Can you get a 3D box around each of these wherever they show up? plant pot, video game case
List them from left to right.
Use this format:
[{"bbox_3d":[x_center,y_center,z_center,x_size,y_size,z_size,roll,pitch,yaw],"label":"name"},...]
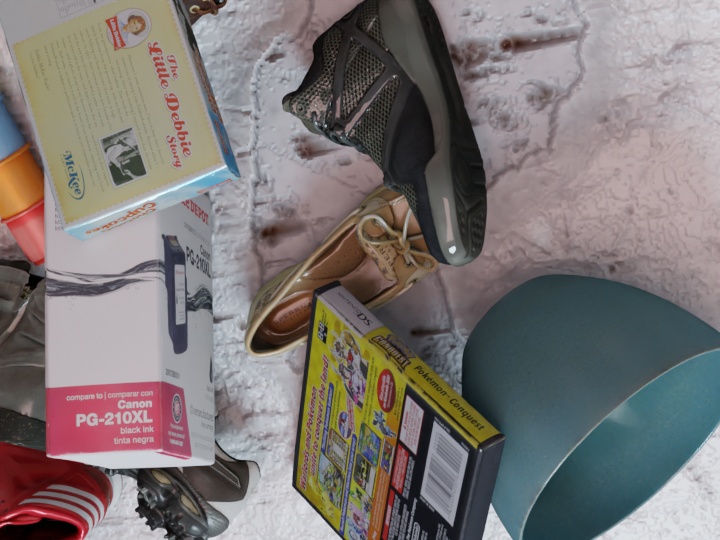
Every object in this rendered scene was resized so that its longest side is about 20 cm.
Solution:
[{"bbox_3d":[0.020,0.135,1.144,0.181,0.025,0.201,42,140,34],"label":"video game case"},{"bbox_3d":[0.146,0.082,1.128,0.135,0.200,0.200,48,111,29],"label":"plant pot"}]

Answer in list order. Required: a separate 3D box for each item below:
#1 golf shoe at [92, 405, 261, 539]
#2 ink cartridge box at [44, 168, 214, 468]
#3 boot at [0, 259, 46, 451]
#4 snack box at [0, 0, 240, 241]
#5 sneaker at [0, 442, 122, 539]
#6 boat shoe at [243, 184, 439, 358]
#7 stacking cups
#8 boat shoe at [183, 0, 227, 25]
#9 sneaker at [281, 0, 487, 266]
[{"bbox_3d":[-0.161,0.119,1.237,0.094,0.078,0.200,-38,77,-25],"label":"golf shoe"},{"bbox_3d":[-0.157,0.031,1.125,0.084,0.145,0.201,-4,80,8],"label":"ink cartridge box"},{"bbox_3d":[-0.292,0.053,1.220,0.199,0.068,0.131,11,82,23],"label":"boot"},{"bbox_3d":[-0.163,-0.133,1.061,0.116,0.037,0.201,-20,77,8],"label":"snack box"},{"bbox_3d":[-0.289,0.159,1.237,0.199,0.116,0.079,10,109,5],"label":"sneaker"},{"bbox_3d":[0.000,0.000,1.173,0.200,0.063,0.073,-40,97,17],"label":"boat shoe"},{"bbox_3d":[-0.276,-0.095,1.184,0.060,0.061,0.201,-24,103,15],"label":"stacking cups"},{"bbox_3d":[-0.124,-0.203,1.123,0.199,0.070,0.071,-9,94,21],"label":"boat shoe"},{"bbox_3d":[0.018,-0.087,1.117,0.114,0.076,0.201,-22,78,22],"label":"sneaker"}]
